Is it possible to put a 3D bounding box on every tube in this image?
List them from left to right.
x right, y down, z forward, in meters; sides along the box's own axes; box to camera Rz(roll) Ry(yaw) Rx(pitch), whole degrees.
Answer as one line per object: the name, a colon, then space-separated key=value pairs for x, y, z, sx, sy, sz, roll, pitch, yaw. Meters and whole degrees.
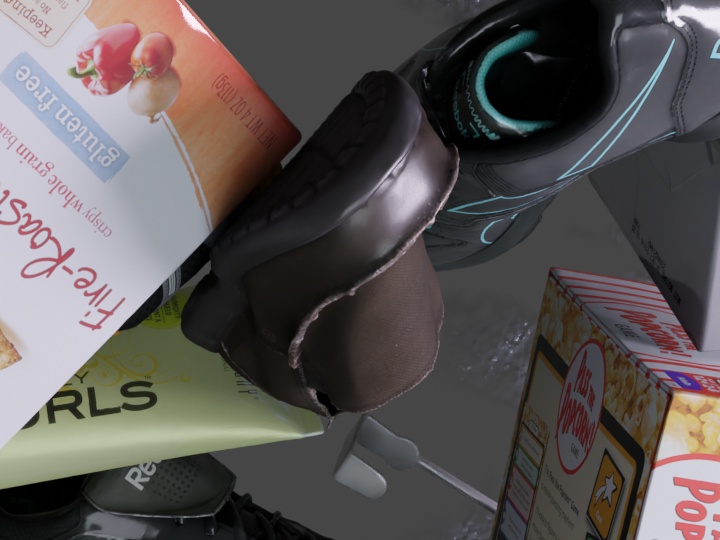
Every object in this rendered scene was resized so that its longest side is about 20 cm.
tube: x=-0.116 y=0.044 z=0.841 sx=0.199 sy=0.052 sz=0.058 roll=-11 pitch=89 yaw=-4

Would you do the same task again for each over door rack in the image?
over door rack: x=0.042 y=0.146 z=0.971 sx=0.200 sy=0.067 sz=0.148 roll=27 pitch=114 yaw=-16

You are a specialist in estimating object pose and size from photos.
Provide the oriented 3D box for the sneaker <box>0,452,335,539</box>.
sneaker: x=-0.061 y=0.095 z=0.872 sx=0.199 sy=0.067 sz=0.091 roll=5 pitch=116 yaw=5

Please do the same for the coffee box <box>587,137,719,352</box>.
coffee box: x=0.189 y=-0.045 z=0.839 sx=0.199 sy=0.114 sz=0.080 roll=-7 pitch=125 yaw=-14

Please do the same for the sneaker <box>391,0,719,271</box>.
sneaker: x=0.040 y=-0.052 z=0.771 sx=0.079 sy=0.076 sz=0.200 roll=-8 pitch=165 yaw=-43

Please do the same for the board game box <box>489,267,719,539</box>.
board game box: x=0.078 y=0.115 z=0.838 sx=0.046 sy=0.152 sz=0.201 roll=9 pitch=103 yaw=-12

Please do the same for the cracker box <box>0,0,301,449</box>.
cracker box: x=-0.129 y=-0.013 z=0.671 sx=0.200 sy=0.058 sz=0.134 roll=-46 pitch=135 yaw=-2

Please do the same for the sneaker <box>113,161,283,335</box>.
sneaker: x=-0.099 y=-0.057 z=0.748 sx=0.200 sy=0.078 sz=0.077 roll=47 pitch=69 yaw=-37

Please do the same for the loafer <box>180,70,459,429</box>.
loafer: x=0.000 y=0.000 z=0.749 sx=0.071 sy=0.200 sz=0.073 roll=41 pitch=76 yaw=0
